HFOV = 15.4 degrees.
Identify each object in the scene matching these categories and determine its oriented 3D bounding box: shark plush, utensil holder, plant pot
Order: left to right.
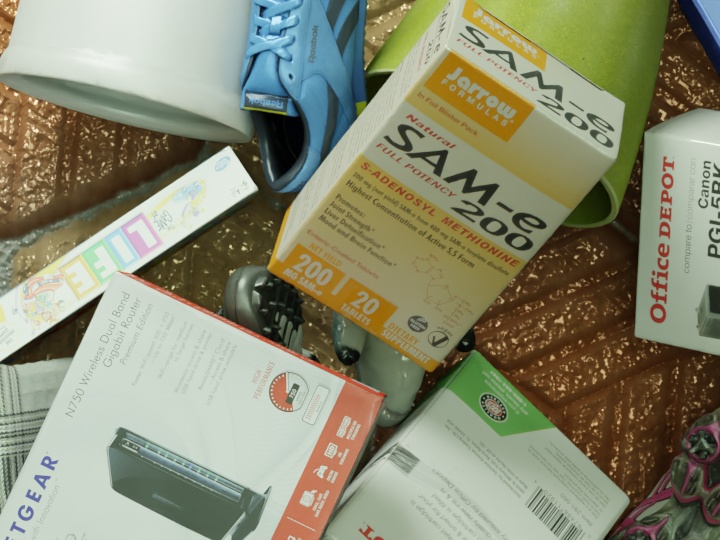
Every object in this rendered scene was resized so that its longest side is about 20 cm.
[{"bbox_3d":[-0.129,-0.199,1.708,0.170,0.170,0.200,13,86,-3],"label":"utensil holder"},{"bbox_3d":[0.000,0.000,1.750,0.091,0.083,0.200,-18,73,-14],"label":"shark plush"},{"bbox_3d":[0.124,-0.160,1.728,0.187,0.187,0.200,29,75,-2],"label":"plant pot"}]

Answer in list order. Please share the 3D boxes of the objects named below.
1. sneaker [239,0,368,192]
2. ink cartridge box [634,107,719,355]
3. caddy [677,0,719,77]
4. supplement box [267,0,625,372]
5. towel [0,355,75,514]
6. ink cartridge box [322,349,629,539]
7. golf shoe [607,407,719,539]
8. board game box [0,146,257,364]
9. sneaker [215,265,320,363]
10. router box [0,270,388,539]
[{"bbox_3d":[-0.041,-0.144,1.644,0.066,0.078,0.200,10,116,32],"label":"sneaker"},{"bbox_3d":[0.281,-0.014,1.703,0.200,0.083,0.147,11,110,32],"label":"ink cartridge box"},{"bbox_3d":[0.292,-0.182,1.761,0.141,0.105,0.200,-30,91,-3],"label":"caddy"},{"bbox_3d":[0.051,-0.050,1.605,0.126,0.074,0.200,32,123,-11],"label":"supplement box"},{"bbox_3d":[-0.159,0.147,1.699,0.034,0.200,0.193,-7,89,37],"label":"towel"},{"bbox_3d":[0.059,0.172,1.698,0.146,0.084,0.200,44,48,-1],"label":"ink cartridge box"},{"bbox_3d":[0.216,0.172,1.762,0.073,0.092,0.200,40,110,14],"label":"golf shoe"},{"bbox_3d":[-0.159,-0.007,1.716,0.200,0.134,0.034,-34,90,-3],"label":"board game box"},{"bbox_3d":[-0.079,0.053,1.700,0.090,0.200,0.067,6,67,11],"label":"sneaker"},{"bbox_3d":[-0.106,0.127,1.587,0.179,0.049,0.200,25,91,4],"label":"router box"}]
